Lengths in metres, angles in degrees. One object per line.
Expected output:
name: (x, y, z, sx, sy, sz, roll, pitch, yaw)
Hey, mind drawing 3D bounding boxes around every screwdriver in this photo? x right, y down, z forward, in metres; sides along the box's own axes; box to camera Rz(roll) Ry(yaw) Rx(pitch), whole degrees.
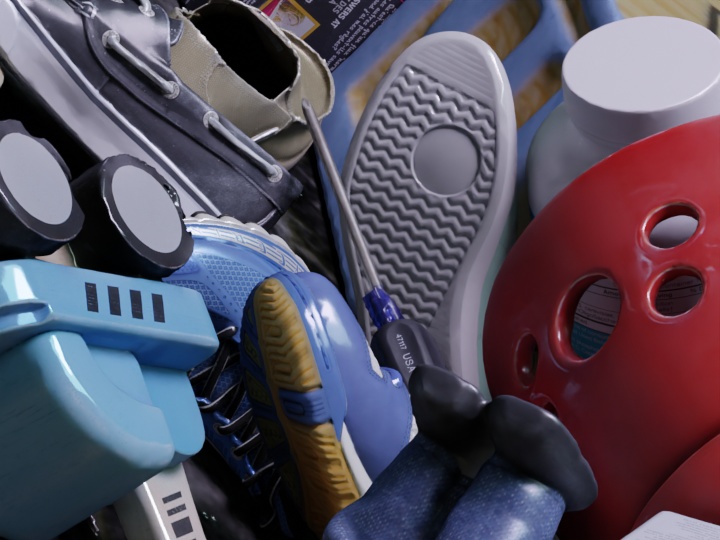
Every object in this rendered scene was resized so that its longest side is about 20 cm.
screwdriver: (0.000, 0.000, 1.188, 0.028, 0.029, 0.200, 34, 21, -44)

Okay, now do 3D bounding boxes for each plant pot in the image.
plant pot: (0.164, 0.064, 1.138, 0.200, 0.200, 0.183, 31, 23, -33)

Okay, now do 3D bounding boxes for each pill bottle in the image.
pill bottle: (0.131, -0.009, 1.264, 0.111, 0.111, 0.200, -104, -176, -52)

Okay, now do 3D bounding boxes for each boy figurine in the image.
boy figurine: (-0.008, 0.128, 0.953, 0.124, 0.200, 0.064, 24, -24, 33)

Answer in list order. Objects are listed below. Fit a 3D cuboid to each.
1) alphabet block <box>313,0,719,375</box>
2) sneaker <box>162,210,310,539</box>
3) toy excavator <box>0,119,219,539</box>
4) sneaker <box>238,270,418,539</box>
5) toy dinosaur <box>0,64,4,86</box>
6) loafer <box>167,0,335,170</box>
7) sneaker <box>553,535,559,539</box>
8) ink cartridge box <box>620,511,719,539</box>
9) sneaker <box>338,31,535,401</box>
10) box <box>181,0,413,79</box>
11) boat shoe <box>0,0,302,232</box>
alphabet block: (0.116, -0.043, 1.429, 0.200, 0.195, 0.197, 34, 26, -30)
sneaker: (-0.029, 0.050, 1.152, 0.200, 0.079, 0.089, 34, 22, -29)
toy excavator: (-0.086, 0.068, 1.024, 0.194, 0.100, 0.200, 13, 52, -55)
sneaker: (0.023, 0.080, 1.097, 0.200, 0.088, 0.075, 66, -14, -17)
toy dinosaur: (-0.154, -0.050, 1.147, 0.088, 0.047, 0.200, 39, 18, -1)
loafer: (-0.055, -0.089, 1.359, 0.076, 0.068, 0.200, 49, 22, 7)
sneaker: (0.159, 0.150, 1.264, 0.200, 0.078, 0.099, 36, 43, -11)
ink cartridge box: (0.073, 0.194, 0.951, 0.043, 0.197, 0.200, 12, 11, 20)
sneaker: (0.039, -0.009, 1.278, 0.074, 0.201, 0.118, 8, 12, 16)
box: (-0.028, -0.203, 1.524, 0.115, 0.132, 0.200, 25, 30, -38)
boat shoe: (-0.105, -0.088, 1.235, 0.200, 0.068, 0.072, 46, -4, -9)
